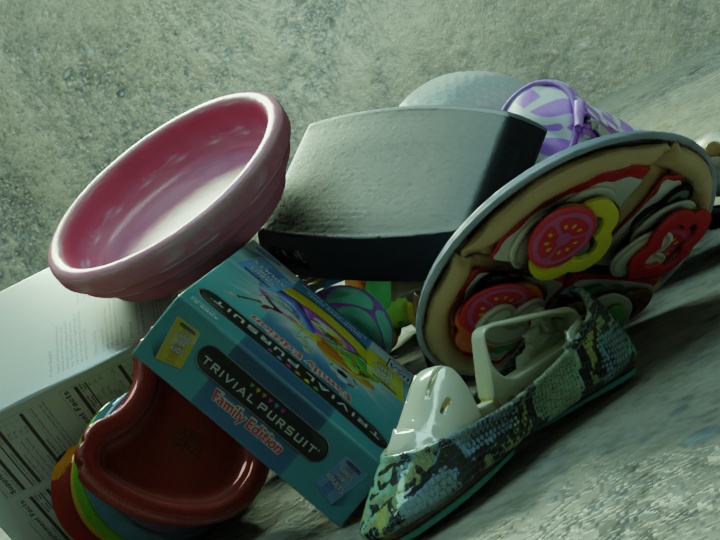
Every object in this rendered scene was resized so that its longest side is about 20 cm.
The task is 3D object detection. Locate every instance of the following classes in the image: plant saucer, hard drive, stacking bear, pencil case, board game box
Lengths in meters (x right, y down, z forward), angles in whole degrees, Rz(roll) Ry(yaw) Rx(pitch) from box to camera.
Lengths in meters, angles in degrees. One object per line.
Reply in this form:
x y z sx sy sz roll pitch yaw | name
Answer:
-0.128 -0.047 1.026 0.200 0.051 0.201 -27 29 17 | plant saucer
0.022 -0.058 1.013 0.199 0.042 0.135 1 57 39 | hard drive
-0.147 0.135 0.951 0.200 0.114 0.122 -37 21 55 | stacking bear
0.186 -0.082 1.071 0.085 0.084 0.200 -23 -26 38 | pencil case
-0.033 0.068 1.112 0.092 0.085 0.200 19 14 8 | pencil case
-0.042 0.060 0.885 0.047 0.151 0.200 -50 1 12 | board game box

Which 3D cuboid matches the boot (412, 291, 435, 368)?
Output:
0.114 0.025 1.006 0.146 0.071 0.200 -18 -1 -3 | boot

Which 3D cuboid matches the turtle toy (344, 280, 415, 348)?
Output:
0.066 -0.011 1.257 0.200 0.101 0.146 -29 2 45 | turtle toy

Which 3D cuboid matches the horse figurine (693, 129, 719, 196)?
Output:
0.234 -0.072 0.970 0.199 0.050 0.132 -14 -14 37 | horse figurine

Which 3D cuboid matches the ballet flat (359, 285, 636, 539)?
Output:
0.064 0.069 0.762 0.200 0.074 0.074 -31 7 -35 | ballet flat

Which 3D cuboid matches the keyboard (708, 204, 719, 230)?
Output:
0.196 -0.020 1.015 0.199 0.040 0.104 -7 2 12 | keyboard

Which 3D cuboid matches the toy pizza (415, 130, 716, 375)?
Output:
0.125 0.001 0.834 0.199 0.032 0.201 -21 -35 -15 | toy pizza

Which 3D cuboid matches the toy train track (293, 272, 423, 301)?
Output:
0.000 0.000 1.040 0.199 0.033 0.115 -22 42 19 | toy train track

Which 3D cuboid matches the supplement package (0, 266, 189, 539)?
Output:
-0.199 0.091 1.098 0.199 0.151 0.152 -26 36 5 | supplement package

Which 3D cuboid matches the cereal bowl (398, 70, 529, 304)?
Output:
0.106 -0.056 1.117 0.200 0.201 0.083 -30 22 -34 | cereal bowl
